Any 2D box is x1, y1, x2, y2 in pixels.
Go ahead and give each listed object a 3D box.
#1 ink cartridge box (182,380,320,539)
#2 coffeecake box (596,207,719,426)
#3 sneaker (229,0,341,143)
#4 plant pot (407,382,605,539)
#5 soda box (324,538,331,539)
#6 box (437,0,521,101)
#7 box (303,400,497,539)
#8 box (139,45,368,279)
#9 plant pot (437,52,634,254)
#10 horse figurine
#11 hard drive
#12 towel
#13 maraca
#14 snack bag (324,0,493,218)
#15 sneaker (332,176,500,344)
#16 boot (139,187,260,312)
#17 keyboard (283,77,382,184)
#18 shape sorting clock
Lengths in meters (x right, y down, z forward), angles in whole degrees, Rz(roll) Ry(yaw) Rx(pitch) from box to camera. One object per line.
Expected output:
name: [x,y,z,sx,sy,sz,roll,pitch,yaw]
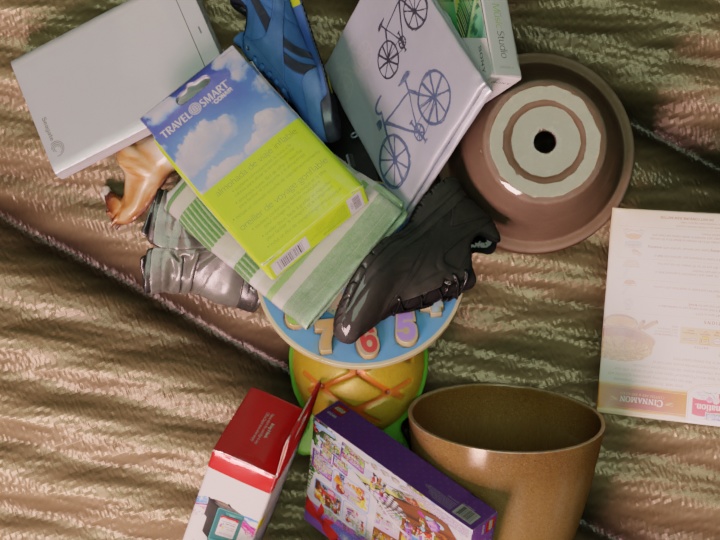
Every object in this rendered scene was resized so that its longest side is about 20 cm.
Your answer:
ink cartridge box: [-0.108,0.197,1.486,0.067,0.116,0.200,23,120,3]
coffeecake box: [0.316,0.045,1.499,0.153,0.073,0.201,5,90,30]
sneaker: [-0.075,-0.201,1.528,0.078,0.066,0.201,-19,65,-1]
plant pot: [0.134,0.232,1.495,0.186,0.186,0.201,3,104,3]
soda box: [-0.080,0.329,1.537,0.199,0.064,0.068,-21,133,3]
box: [0.073,-0.210,1.471,0.036,0.200,0.145,1,73,-31]
box: [0.033,0.228,1.455,0.200,0.039,0.137,33,133,31]
box: [-0.101,-0.103,1.466,0.122,0.048,0.200,-39,68,-6]
plant pot: [0.172,-0.117,1.485,0.199,0.175,0.201,0,89,2]
horse figurine: [-0.189,-0.141,1.564,0.199,0.050,0.133,-24,81,5]
hard drive: [-0.235,-0.194,1.545,0.199,0.027,0.132,-26,75,7]
towel: [-0.074,-0.058,1.483,0.200,0.023,0.153,38,80,20]
maraca: [-0.003,0.109,1.527,0.137,0.107,0.201,5,99,5]
snack bag: [0.038,-0.182,1.466,0.021,0.189,0.200,-8,56,-33]
sneaker: [0.054,0.001,1.427,0.091,0.076,0.200,41,66,7]
boot: [-0.143,-0.062,1.539,0.130,0.068,0.201,14,92,-11]
keyboard: [-0.004,-0.097,1.565,0.104,0.040,0.201,-17,81,10]
shape sorting clock: [0.000,0.000,1.481,0.199,0.039,0.201,-1,58,1]
